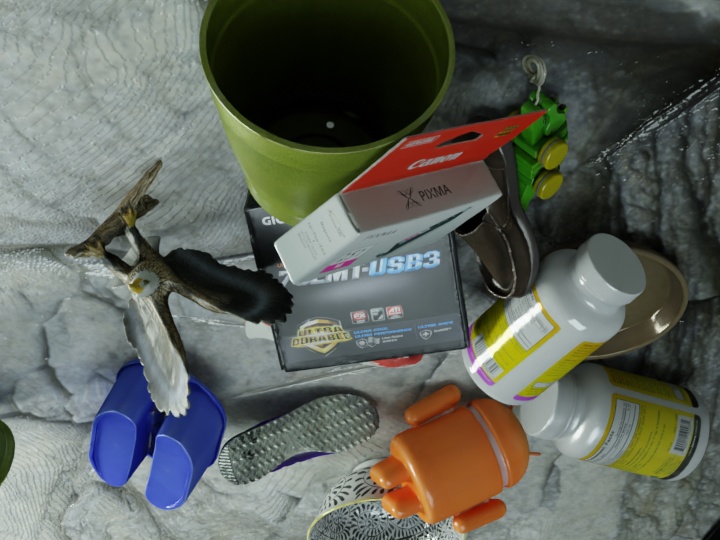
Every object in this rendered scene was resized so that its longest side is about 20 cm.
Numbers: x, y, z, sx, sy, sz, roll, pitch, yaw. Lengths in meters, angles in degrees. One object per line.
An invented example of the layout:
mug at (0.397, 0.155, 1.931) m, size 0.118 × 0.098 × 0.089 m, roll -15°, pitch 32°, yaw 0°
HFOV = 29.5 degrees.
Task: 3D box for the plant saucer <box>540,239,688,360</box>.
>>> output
plant saucer at (0.250, 0.029, 1.471) m, size 0.200 × 0.030 × 0.200 m, roll -1°, pitch 141°, yaw -1°

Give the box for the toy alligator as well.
toy alligator at (0.168, -0.131, 1.252) m, size 0.054 × 0.059 × 0.200 m, roll -35°, pitch 149°, yaw -24°

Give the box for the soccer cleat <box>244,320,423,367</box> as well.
soccer cleat at (-0.030, 0.068, 1.484) m, size 0.200 × 0.069 × 0.085 m, roll 15°, pitch 144°, yaw -14°

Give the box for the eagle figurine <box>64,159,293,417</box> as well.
eagle figurine at (-0.183, 0.025, 1.311) m, size 0.200 × 0.151 × 0.152 m, roll 45°, pitch 131°, yaw 3°

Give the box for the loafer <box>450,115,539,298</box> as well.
loafer at (0.113, -0.050, 1.302) m, size 0.071 × 0.073 × 0.200 m, roll -34°, pitch 126°, yaw -23°

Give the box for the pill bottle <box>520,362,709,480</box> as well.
pill bottle at (0.291, 0.170, 1.581) m, size 0.200 × 0.113 × 0.112 m, roll 16°, pitch 138°, yaw -19°

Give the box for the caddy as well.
caddy at (-0.233, 0.185, 1.592) m, size 0.141 × 0.105 × 0.200 m, roll 25°, pitch 140°, yaw 3°

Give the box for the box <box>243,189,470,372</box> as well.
box at (0.000, 0.000, 1.367) m, size 0.200 × 0.050 × 0.199 m, roll -7°, pitch 124°, yaw 5°

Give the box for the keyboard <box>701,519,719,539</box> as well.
keyboard at (0.549, 0.354, 1.893) m, size 0.104 × 0.040 × 0.200 m, roll 26°, pitch 140°, yaw 3°

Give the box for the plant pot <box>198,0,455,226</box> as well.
plant pot at (-0.033, -0.133, 1.148) m, size 0.200 × 0.201 × 0.193 m, roll 2°, pitch 152°, yaw -4°

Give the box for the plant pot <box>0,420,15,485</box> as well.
plant pot at (-0.520, 0.175, 1.522) m, size 0.200 × 0.200 × 0.190 m, roll -14°, pitch 128°, yaw 15°

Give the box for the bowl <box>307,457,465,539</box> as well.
bowl at (0.031, 0.302, 1.750) m, size 0.200 × 0.094 × 0.201 m, roll -1°, pitch 141°, yaw -1°

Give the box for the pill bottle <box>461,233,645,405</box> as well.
pill bottle at (0.197, 0.048, 1.386) m, size 0.104 × 0.104 × 0.200 m, roll 20°, pitch 137°, yaw -25°

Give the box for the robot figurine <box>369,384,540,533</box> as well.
robot figurine at (0.114, 0.225, 1.615) m, size 0.200 × 0.144 × 0.117 m, roll -24°, pitch 147°, yaw -11°

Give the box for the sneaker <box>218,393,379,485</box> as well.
sneaker at (-0.078, 0.197, 1.644) m, size 0.200 × 0.070 × 0.100 m, roll -17°, pitch 178°, yaw -9°

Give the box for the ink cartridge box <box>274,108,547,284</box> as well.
ink cartridge box at (0.052, -0.062, 1.136) m, size 0.200 × 0.044 × 0.174 m, roll -17°, pitch 167°, yaw -47°
